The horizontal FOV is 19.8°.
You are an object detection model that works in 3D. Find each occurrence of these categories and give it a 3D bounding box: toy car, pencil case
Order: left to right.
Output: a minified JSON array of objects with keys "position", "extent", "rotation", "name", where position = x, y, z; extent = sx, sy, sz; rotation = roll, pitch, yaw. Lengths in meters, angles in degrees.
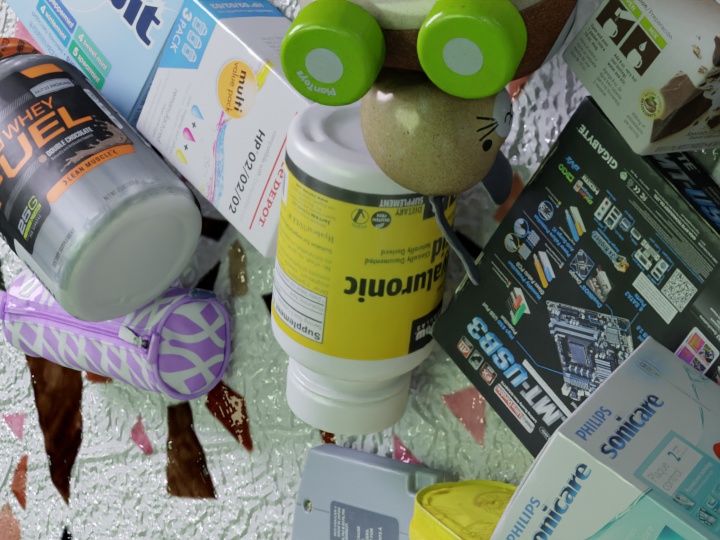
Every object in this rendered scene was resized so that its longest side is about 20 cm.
[{"position":[-0.184,0.043,1.532],"extent":[0.199,0.085,0.085],"rotation":[10,102,45],"name":"pencil case"},{"position":[0.059,-0.097,1.172],"extent":[0.157,0.165,0.201],"rotation":[-1,126,23],"name":"toy car"}]

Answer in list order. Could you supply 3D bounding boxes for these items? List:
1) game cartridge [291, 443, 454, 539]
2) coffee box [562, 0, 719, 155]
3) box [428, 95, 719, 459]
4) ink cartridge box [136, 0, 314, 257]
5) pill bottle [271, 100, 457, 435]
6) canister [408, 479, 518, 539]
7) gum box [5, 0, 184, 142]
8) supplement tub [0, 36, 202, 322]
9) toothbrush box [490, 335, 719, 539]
[{"position":[0.007,0.223,1.402],"extent":[0.133,0.041,0.201],"rotation":[11,103,48],"name":"game cartridge"},{"position":[0.214,-0.159,1.086],"extent":[0.080,0.113,0.200],"rotation":[55,130,24],"name":"coffee box"},{"position":[0.156,0.033,1.216],"extent":[0.200,0.050,0.199],"rotation":[50,128,27],"name":"box"},{"position":[-0.056,-0.090,1.397],"extent":[0.200,0.068,0.116],"rotation":[43,124,32],"name":"ink cartridge box"},{"position":[0.000,0.000,1.315],"extent":[0.111,0.111,0.201],"rotation":[33,130,37],"name":"pill bottle"},{"position":[0.084,0.250,1.278],"extent":[0.148,0.086,0.201],"rotation":[30,119,57],"name":"canister"},{"position":[-0.171,-0.223,1.509],"extent":[0.170,0.044,0.200],"rotation":[51,127,27],"name":"gum box"},{"position":[-0.213,-0.069,1.461],"extent":[0.200,0.122,0.123],"rotation":[45,125,27],"name":"supplement tub"},{"position":[0.191,0.144,1.090],"extent":[0.200,0.146,0.086],"rotation":[35,121,14],"name":"toothbrush box"}]
